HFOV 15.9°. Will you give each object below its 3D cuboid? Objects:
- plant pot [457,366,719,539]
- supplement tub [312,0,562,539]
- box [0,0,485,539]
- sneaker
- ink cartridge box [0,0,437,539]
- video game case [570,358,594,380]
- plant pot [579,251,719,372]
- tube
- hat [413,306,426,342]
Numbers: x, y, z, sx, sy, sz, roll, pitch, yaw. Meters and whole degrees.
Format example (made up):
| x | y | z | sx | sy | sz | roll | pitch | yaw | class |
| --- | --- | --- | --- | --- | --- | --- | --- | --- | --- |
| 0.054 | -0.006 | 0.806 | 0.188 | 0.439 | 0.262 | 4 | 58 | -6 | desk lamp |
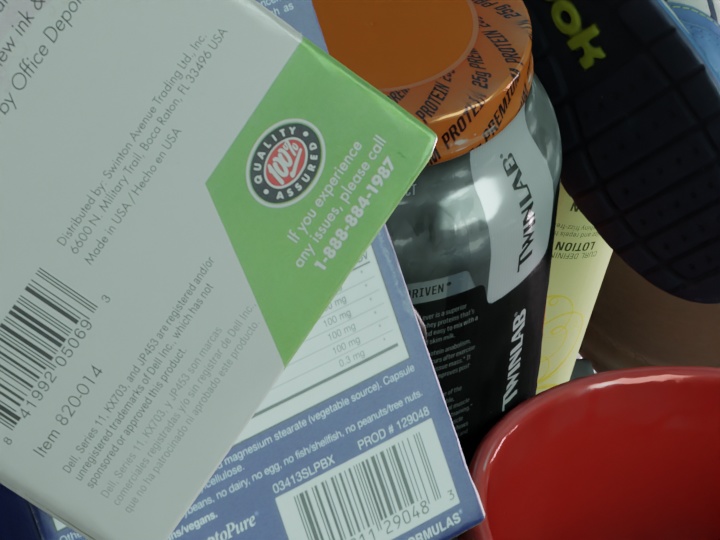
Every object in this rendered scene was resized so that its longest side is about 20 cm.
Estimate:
| x | y | z | sx | sy | sz | roll | pitch | yaw | class |
| --- | --- | --- | --- | --- | --- | --- | --- | --- | --- |
| 0.112 | 0.156 | 0.812 | 0.200 | 0.200 | 0.178 | -41 | 147 | -53 | plant pot |
| 0.000 | 0.000 | 0.823 | 0.200 | 0.122 | 0.123 | 93 | 19 | -44 | supplement tub |
| -0.052 | -0.005 | 0.639 | 0.121 | 0.032 | 0.201 | -24 | 103 | -29 | box |
| 0.090 | -0.087 | 0.828 | 0.082 | 0.074 | 0.200 | -30 | 95 | -49 | sneaker |
| -0.100 | -0.040 | 0.553 | 0.200 | 0.067 | 0.117 | 36 | 87 | -17 | ink cartridge box |
| 0.102 | 0.155 | 1.016 | 0.200 | 0.023 | 0.183 | -104 | -171 | -69 | video game case |
| 0.146 | -0.054 | 1.033 | 0.175 | 0.200 | 0.201 | 47 | 48 | -61 | plant pot |
| 0.058 | 0.011 | 0.930 | 0.052 | 0.058 | 0.200 | -52 | 163 | -55 | tube |
| -0.059 | 0.071 | 0.713 | 0.201 | 0.200 | 0.081 | 42 | 19 | -50 | hat |
